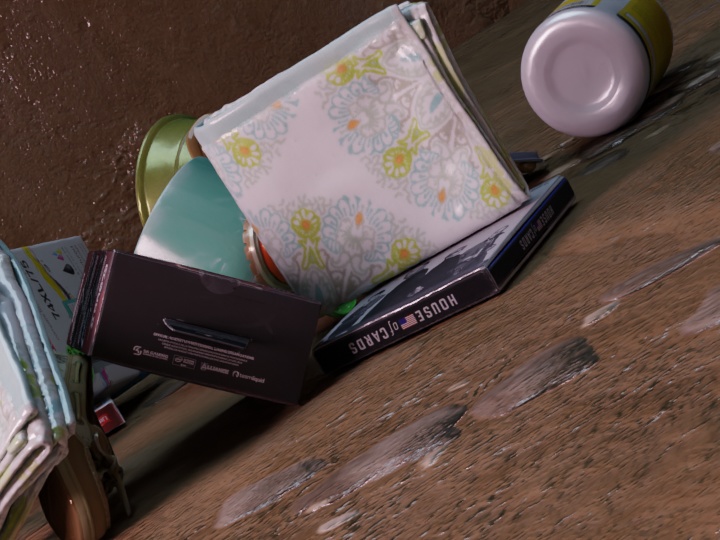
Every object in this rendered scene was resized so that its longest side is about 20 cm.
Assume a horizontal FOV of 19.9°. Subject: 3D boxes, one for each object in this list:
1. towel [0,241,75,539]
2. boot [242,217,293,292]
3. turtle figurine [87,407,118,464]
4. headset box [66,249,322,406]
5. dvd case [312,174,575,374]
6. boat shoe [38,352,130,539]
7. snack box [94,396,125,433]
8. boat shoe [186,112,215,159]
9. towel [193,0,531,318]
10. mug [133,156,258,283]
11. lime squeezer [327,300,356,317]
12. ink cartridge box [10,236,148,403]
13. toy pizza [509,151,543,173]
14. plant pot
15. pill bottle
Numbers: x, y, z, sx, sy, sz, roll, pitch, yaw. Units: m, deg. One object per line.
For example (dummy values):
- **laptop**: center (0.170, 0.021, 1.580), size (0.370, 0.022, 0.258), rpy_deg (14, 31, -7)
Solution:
- **towel**: center (-0.257, 0.099, 1.343), size (0.172, 0.048, 0.201), rpy_deg (-58, 38, 26)
- **boot**: center (-0.011, -0.031, 1.655), size (0.107, 0.076, 0.199), rpy_deg (-15, -4, 34)
- **turtle figurine**: center (-0.274, 0.164, 1.467), size (0.199, 0.101, 0.150), rpy_deg (-25, 10, -12)
- **headset box**: center (-0.118, 0.038, 1.430), size (0.200, 0.148, 0.078), rpy_deg (-173, 97, -77)
- **dvd case**: center (0.063, 0.001, 1.459), size (0.150, 0.025, 0.200), rpy_deg (-27, 8, 28)
- **boat shoe**: center (-0.192, 0.112, 1.381), size (0.062, 0.074, 0.200), rpy_deg (-9, 35, -16)
- **snack box**: center (-0.293, 0.170, 1.752), size (0.199, 0.024, 0.072), rpy_deg (-32, 5, -8)
- **boat shoe**: center (-0.072, -0.065, 1.835), size (0.074, 0.199, 0.066), rpy_deg (-52, -4, -16)
- **towel**: center (0.002, -0.079, 1.476), size (0.199, 0.172, 0.048), rpy_deg (-28, 9, 19)
- **mug**: center (-0.106, -0.012, 1.735), size (0.185, 0.114, 0.153), rpy_deg (-51, -20, -51)
- **lime squeezer**: center (0.000, 0.000, 1.600), size (0.199, 0.038, 0.071), rpy_deg (-29, -25, -11)
- **ink cartridge box**: center (-0.305, 0.075, 1.803), size (0.146, 0.147, 0.200), rpy_deg (-33, -3, 17)
- **toy pizza**: center (0.058, -0.078, 1.753), size (0.198, 0.032, 0.200), rpy_deg (-4, 1, 0)
- **plant pot**: center (-0.118, -0.095, 2.314), size (0.189, 0.201, 0.200), rpy_deg (-10, 18, 33)
- **pill bottle**: center (0.214, -0.193, 1.803), size (0.112, 0.113, 0.200), rpy_deg (-27, 8, 24)
